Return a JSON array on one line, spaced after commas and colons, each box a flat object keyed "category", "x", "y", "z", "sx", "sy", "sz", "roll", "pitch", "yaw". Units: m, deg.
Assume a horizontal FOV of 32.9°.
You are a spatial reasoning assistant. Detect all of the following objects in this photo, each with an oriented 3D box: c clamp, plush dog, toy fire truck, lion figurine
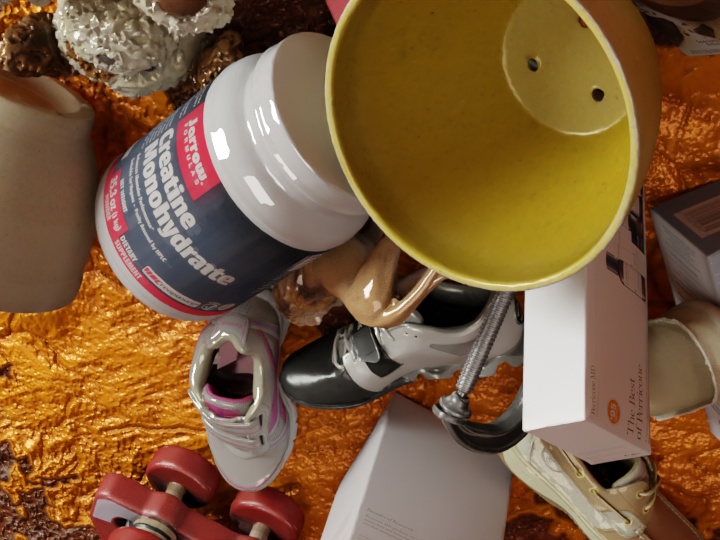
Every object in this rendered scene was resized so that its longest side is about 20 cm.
[{"category": "c clamp", "x": 0.105, "y": 0.043, "z": 0.875, "sx": 0.027, "sy": 0.170, "sz": 0.201, "roll": 29, "pitch": 107, "yaw": 40}, {"category": "plush dog", "x": -0.165, "y": -0.193, "z": 0.825, "sx": 0.198, "sy": 0.161, "sz": 0.172, "roll": 7, "pitch": 140, "yaw": 4}, {"category": "toy fire truck", "x": -0.150, "y": 0.258, "z": 1.083, "sx": 0.199, "sy": 0.112, "sz": 0.168, "roll": 25, "pitch": 139, "yaw": -1}, {"category": "lion figurine", "x": 0.000, "y": 0.000, "z": 0.871, "sx": 0.072, "sy": 0.200, "sz": 0.123, "roll": 33, "pitch": 89, "yaw": -22}]

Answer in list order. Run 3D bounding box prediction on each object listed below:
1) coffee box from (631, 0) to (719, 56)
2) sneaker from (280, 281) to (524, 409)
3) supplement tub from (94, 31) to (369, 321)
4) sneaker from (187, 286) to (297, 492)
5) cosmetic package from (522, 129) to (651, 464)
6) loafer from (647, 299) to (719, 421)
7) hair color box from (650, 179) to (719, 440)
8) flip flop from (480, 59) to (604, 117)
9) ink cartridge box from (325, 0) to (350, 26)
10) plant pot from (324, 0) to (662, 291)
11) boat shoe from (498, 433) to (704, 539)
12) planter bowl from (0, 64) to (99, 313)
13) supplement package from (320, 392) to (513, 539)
[{"category": "coffee box", "x": 0.175, "y": -0.212, "z": 0.698, "sx": 0.199, "sy": 0.113, "sz": 0.080, "roll": 33, "pitch": 83, "yaw": -24}, {"category": "sneaker", "x": 0.024, "y": 0.045, "z": 0.926, "sx": 0.199, "sy": 0.074, "sz": 0.089, "roll": -16, "pitch": 138, "yaw": 11}, {"category": "supplement tub", "x": -0.077, "y": -0.061, "z": 0.842, "sx": 0.200, "sy": 0.141, "sz": 0.140, "roll": -30, "pitch": 109, "yaw": 39}, {"category": "sneaker", "x": -0.102, "y": 0.103, "z": 0.984, "sx": 0.081, "sy": 0.088, "sz": 0.201, "roll": 7, "pitch": 119, "yaw": 15}, {"category": "cosmetic package", "x": 0.149, "y": 0.017, "z": 0.797, "sx": 0.050, "sy": 0.201, "sz": 0.082, "roll": -18, "pitch": 148, "yaw": 40}, {"category": "loafer", "x": 0.199, "y": 0.072, "z": 0.850, "sx": 0.068, "sy": 0.200, "sz": 0.076, "roll": -27, "pitch": 89, "yaw": -18}, {"category": "hair color box", "x": 0.273, "y": 0.048, "z": 0.861, "sx": 0.060, "sy": 0.099, "sz": 0.201, "roll": -22, "pitch": 114, "yaw": -1}, {"category": "flip flop", "x": 0.101, "y": -0.108, "z": 0.842, "sx": 0.199, "sy": 0.058, "sz": 0.081, "roll": 22, "pitch": 125, "yaw": -3}, {"category": "ink cartridge box", "x": 0.015, "y": -0.272, "z": 0.757, "sx": 0.145, "sy": 0.085, "sz": 0.201, "roll": -19, "pitch": 111, "yaw": 20}, {"category": "plant pot", "x": 0.100, "y": -0.109, "z": 0.727, "sx": 0.199, "sy": 0.142, "sz": 0.201, "roll": 19, "pitch": 125, "yaw": 29}, {"category": "boat shoe", "x": 0.201, "y": 0.173, "z": 0.968, "sx": 0.199, "sy": 0.074, "sz": 0.066, "roll": 35, "pitch": 126, "yaw": -8}, {"category": "planter bowl", "x": -0.272, "y": -0.080, "z": 0.875, "sx": 0.199, "sy": 0.200, "sz": 0.135, "roll": 27, "pitch": 105, "yaw": -3}, {"category": "supplement package", "x": 0.037, "y": 0.216, "z": 0.954, "sx": 0.119, "sy": 0.200, "sz": 0.122, "roll": 26, "pitch": 121, "yaw": -2}]
